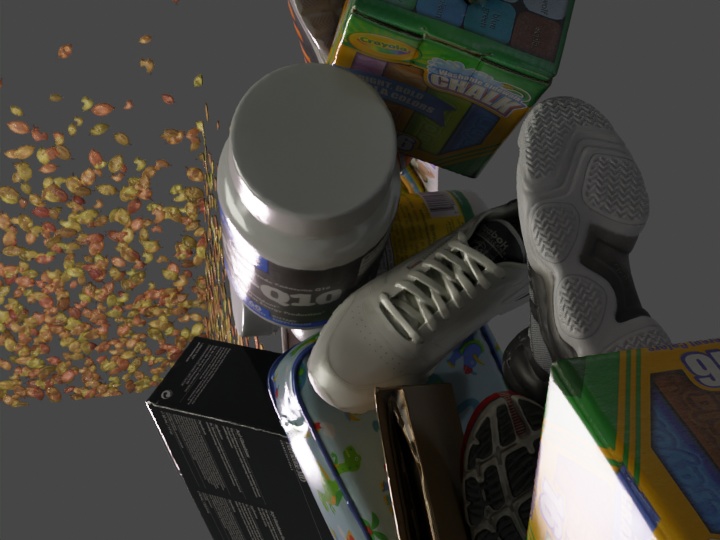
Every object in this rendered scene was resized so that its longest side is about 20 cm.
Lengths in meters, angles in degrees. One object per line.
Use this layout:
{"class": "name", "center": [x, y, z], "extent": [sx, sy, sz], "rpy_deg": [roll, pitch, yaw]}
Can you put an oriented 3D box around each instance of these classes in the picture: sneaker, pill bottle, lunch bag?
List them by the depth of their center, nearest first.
{"class": "sneaker", "center": [0.116, 0.010, 0.642], "extent": [0.114, 0.075, 0.202], "rpy_deg": [132, 129, -69]}
{"class": "sneaker", "center": [0.098, 0.150, 0.670], "extent": [0.085, 0.076, 0.202], "rpy_deg": [-126, 13, -60]}
{"class": "sneaker", "center": [0.050, 0.012, 0.691], "extent": [0.077, 0.199, 0.081], "rpy_deg": [50, 157, 10]}
{"class": "pill bottle", "center": [-0.034, -0.041, 0.707], "extent": [0.200, 0.112, 0.115], "rpy_deg": [104, 158, -71]}
{"class": "lunch bag", "center": [0.042, 0.119, 0.764], "extent": [0.202, 0.160, 0.082], "rpy_deg": [63, 158, 0]}
{"class": "sneaker", "center": [-0.030, -0.152, 0.809], "extent": [0.112, 0.077, 0.202], "rpy_deg": [-18, 84, 61]}
{"class": "pill bottle", "center": [0.000, 0.000, 0.871], "extent": [0.113, 0.197, 0.114], "rpy_deg": [175, 90, -77]}

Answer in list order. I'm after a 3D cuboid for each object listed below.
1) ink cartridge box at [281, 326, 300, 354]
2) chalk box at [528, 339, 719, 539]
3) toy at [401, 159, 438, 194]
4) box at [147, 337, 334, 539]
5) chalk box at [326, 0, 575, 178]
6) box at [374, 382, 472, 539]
{"class": "ink cartridge box", "center": [-0.034, 0.111, 1.050], "extent": [0.200, 0.066, 0.117], "rpy_deg": [89, 176, -74]}
{"class": "chalk box", "center": [0.153, 0.132, 0.397], "extent": [0.201, 0.122, 0.126], "rpy_deg": [-114, 23, -55]}
{"class": "toy", "center": [0.013, -0.086, 0.936], "extent": [0.115, 0.047, 0.200], "rpy_deg": [49, 165, 16]}
{"class": "box", "center": [-0.066, 0.160, 0.895], "extent": [0.079, 0.140, 0.201], "rpy_deg": [-54, -37, -38]}
{"class": "chalk box", "center": [0.055, -0.160, 0.663], "extent": [0.200, 0.122, 0.126], "rpy_deg": [122, 166, -70]}
{"class": "box", "center": [0.049, 0.144, 0.622], "extent": [0.200, 0.021, 0.165], "rpy_deg": [24, -127, -77]}
